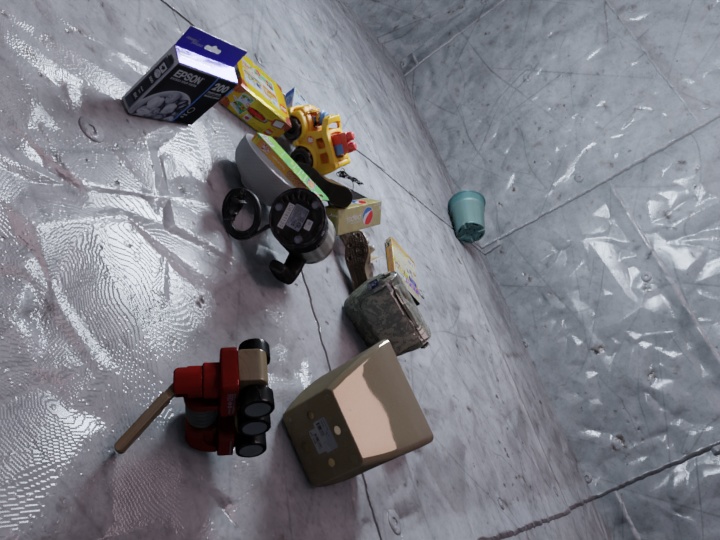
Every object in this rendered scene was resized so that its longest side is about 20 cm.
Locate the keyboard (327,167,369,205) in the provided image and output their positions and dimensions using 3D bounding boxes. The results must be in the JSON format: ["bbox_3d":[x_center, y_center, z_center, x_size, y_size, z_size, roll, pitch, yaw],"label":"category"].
[{"bbox_3d":[-0.026,-0.214,1.755,0.197,0.020,0.131,21,69,-47],"label":"keyboard"}]

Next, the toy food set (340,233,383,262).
[{"bbox_3d":[-0.006,-0.114,1.784,0.204,0.060,0.143,61,21,1],"label":"toy food set"}]

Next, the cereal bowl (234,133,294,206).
[{"bbox_3d":[-0.207,-0.206,1.377,0.199,0.083,0.201,43,12,-11],"label":"cereal bowl"}]

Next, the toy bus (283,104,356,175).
[{"bbox_3d":[-0.099,-0.362,1.666,0.135,0.187,0.206,-33,110,-58],"label":"toy bus"}]

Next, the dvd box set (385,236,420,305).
[{"bbox_3d":[0.137,0.003,2.003,0.146,0.029,0.203,45,27,-34],"label":"dvd box set"}]

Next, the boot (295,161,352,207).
[{"bbox_3d":[-0.110,-0.223,1.617,0.196,0.075,0.076,27,10,-2],"label":"boot"}]

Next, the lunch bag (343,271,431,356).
[{"bbox_3d":[0.073,0.106,1.495,0.138,0.166,0.203,-36,97,-33],"label":"lunch bag"}]

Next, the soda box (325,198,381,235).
[{"bbox_3d":[-0.024,-0.148,1.670,0.198,0.063,0.070,-19,118,-51],"label":"soda box"}]

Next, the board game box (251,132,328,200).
[{"bbox_3d":[-0.152,-0.221,1.356,0.200,0.030,0.095,44,12,4],"label":"board game box"}]

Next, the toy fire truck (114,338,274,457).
[{"bbox_3d":[-0.220,0.193,0.828,0.193,0.178,0.131,1,49,-16],"label":"toy fire truck"}]

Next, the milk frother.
[{"bbox_3d":[-0.165,-0.095,1.279,0.200,0.181,0.188,45,-5,9],"label":"milk frother"}]

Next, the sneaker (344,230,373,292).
[{"bbox_3d":[0.000,0.000,1.638,0.076,0.068,0.207,57,26,-72],"label":"sneaker"}]

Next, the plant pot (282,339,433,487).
[{"bbox_3d":[-0.022,0.273,1.104,0.175,0.198,0.204,-12,73,-55],"label":"plant pot"}]

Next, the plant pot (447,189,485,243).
[{"bbox_3d":[0.539,-0.260,3.065,0.200,0.197,0.200,42,35,-37],"label":"plant pot"}]

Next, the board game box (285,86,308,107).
[{"bbox_3d":[-0.156,-0.423,1.857,0.200,0.043,0.202,47,25,-33],"label":"board game box"}]

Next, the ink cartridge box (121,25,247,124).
[{"bbox_3d":[-0.325,-0.364,1.180,0.044,0.198,0.197,57,21,6],"label":"ink cartridge box"}]

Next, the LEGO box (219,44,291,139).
[{"bbox_3d":[-0.276,-0.449,1.570,0.199,0.076,0.152,32,35,-52],"label":"LEGO box"}]
